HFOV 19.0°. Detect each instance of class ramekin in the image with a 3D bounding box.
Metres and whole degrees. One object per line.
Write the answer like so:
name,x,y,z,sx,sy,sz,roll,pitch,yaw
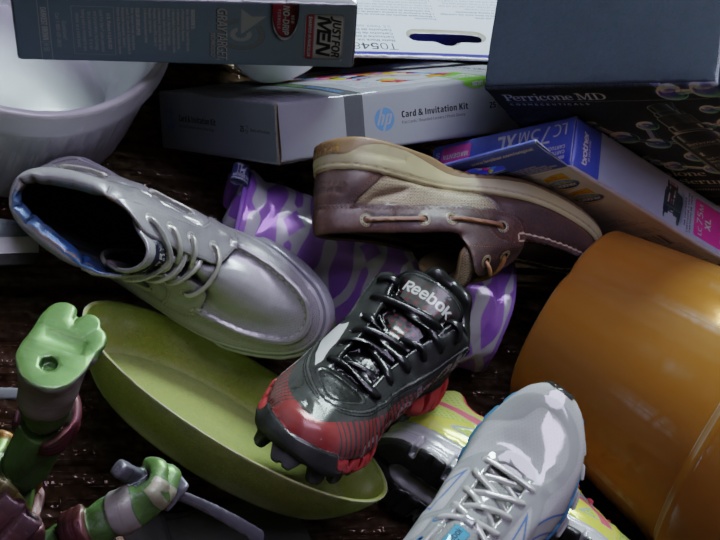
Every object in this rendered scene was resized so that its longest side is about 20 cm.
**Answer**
ramekin,-0.221,-0.140,1.332,0.199,0.105,0.201,12,51,-15

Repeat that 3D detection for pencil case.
pencil case,0.000,0.000,1.341,0.199,0.084,0.086,20,28,-10

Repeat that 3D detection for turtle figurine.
turtle figurine,-0.161,0.073,1.073,0.199,0.195,0.144,-21,53,-25

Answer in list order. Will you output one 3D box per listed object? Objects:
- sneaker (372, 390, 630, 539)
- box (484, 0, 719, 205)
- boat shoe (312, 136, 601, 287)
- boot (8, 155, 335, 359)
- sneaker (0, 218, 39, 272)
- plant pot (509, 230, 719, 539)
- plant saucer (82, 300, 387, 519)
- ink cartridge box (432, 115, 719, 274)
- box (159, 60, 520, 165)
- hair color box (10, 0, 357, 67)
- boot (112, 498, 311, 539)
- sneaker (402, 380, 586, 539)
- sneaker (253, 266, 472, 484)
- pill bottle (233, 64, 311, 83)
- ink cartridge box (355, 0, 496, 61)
sneaker,0.105,0.137,1.282,0.199,0.078,0.090,36,42,4
box,0.186,-0.123,1.333,0.147,0.200,0.108,1,71,27
boat shoe,0.057,-0.020,1.287,0.199,0.072,0.073,17,69,-31
boot,-0.112,-0.002,1.242,0.199,0.074,0.096,25,8,4
sneaker,-0.282,-0.061,1.241,0.198,0.084,0.122,5,84,-19
plant pot,0.199,0.074,1.300,0.183,0.201,0.200,33,47,19
plant saucer,-0.076,0.084,1.212,0.199,0.031,0.200,30,10,-6
ink cartridge box,0.130,-0.046,1.352,0.199,0.119,0.042,24,66,-41
box,-0.006,-0.103,1.374,0.199,0.156,0.042,-9,101,-30
hair color box,-0.102,-0.177,1.268,0.198,0.061,0.100,1,56,-3
boot,-0.064,0.204,1.151,0.137,0.078,0.201,-11,60,-28
sneaker,0.063,0.147,1.185,0.075,0.087,0.201,30,80,13
sneaker,0.008,0.050,1.194,0.071,0.098,0.200,37,27,12
pill bottle,-0.095,-0.211,1.404,0.112,0.114,0.200,-13,42,-31
ink cartridge box,0.041,-0.190,1.490,0.198,0.041,0.201,1,41,-14
